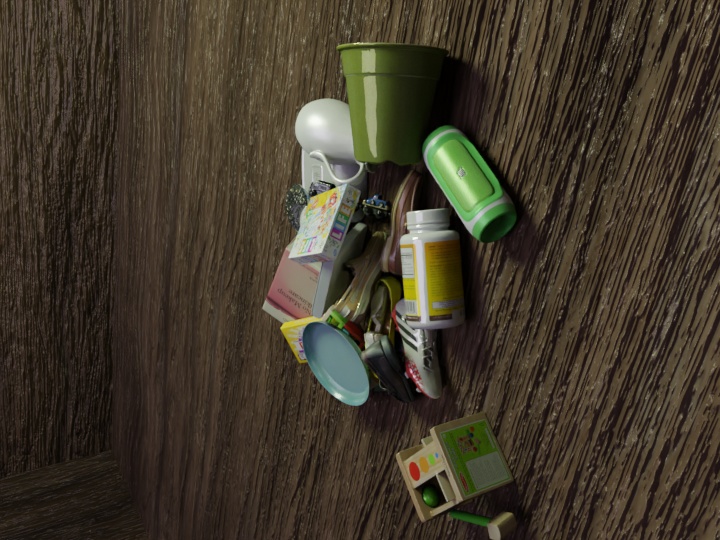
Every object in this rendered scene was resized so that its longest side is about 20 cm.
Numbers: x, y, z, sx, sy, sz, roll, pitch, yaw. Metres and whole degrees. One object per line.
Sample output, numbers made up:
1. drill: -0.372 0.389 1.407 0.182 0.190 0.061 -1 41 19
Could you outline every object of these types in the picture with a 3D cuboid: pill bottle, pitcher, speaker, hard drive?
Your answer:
1. pill bottle: 0.127 -0.004 1.213 0.108 0.107 0.206 0 95 55
2. pitcher: -0.044 -0.246 1.333 0.197 0.172 0.123 24 149 28
3. speaker: 0.178 -0.145 1.134 0.203 0.087 0.089 62 140 29
4. hard drive: -0.041 -0.004 1.407 0.026 0.200 0.135 20 118 11

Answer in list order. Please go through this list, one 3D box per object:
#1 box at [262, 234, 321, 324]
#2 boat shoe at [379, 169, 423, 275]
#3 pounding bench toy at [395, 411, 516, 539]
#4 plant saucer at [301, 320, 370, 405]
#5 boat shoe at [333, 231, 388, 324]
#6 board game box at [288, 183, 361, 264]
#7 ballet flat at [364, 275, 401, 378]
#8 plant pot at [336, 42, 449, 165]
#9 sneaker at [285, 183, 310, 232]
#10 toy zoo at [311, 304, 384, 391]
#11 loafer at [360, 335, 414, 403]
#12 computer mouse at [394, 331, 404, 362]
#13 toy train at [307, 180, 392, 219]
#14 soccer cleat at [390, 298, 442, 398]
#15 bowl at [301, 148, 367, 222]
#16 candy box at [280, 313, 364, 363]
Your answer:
1. box: -0.124 0.027 1.551 0.126 0.109 0.202 32 130 5
2. boat shoe: 0.093 -0.087 1.299 0.066 0.072 0.205 18 106 17
3. pounding bench toy: 0.172 0.383 1.197 0.156 0.122 0.204 -50 55 47
4. plant saucer: -0.047 0.190 1.433 0.198 0.027 0.204 30 136 32
5. boat shoe: 0.000 0.000 1.354 0.072 0.075 0.204 -46 22 58
6. board game box: -0.072 -0.085 1.316 0.199 0.034 0.138 -6 63 66
7. ballet flat: 0.037 0.111 1.360 0.065 0.067 0.206 8 87 30
8. plant pot: 0.051 -0.285 1.194 0.198 0.196 0.196 19 109 53
9. sneaker: -0.100 -0.099 1.480 0.072 0.072 0.203 -40 70 26
10. toy zoo: -0.016 0.183 1.463 0.199 0.020 0.132 42 132 7
11. loafer: 0.053 0.196 1.312 0.202 0.062 0.073 65 -176 -47
12. computer mouse: 0.091 0.176 1.365 0.199 0.033 0.060 41 127 45
13. toy train: -0.019 -0.148 1.404 0.196 0.034 0.047 19 96 22
14. soccer cleat: 0.117 0.138 1.287 0.085 0.067 0.204 -42 54 39
15. bowl: -0.066 -0.209 1.502 0.198 0.073 0.206 16 109 53
16. candy box: -0.079 0.148 1.521 0.196 0.026 0.104 -15 111 33
